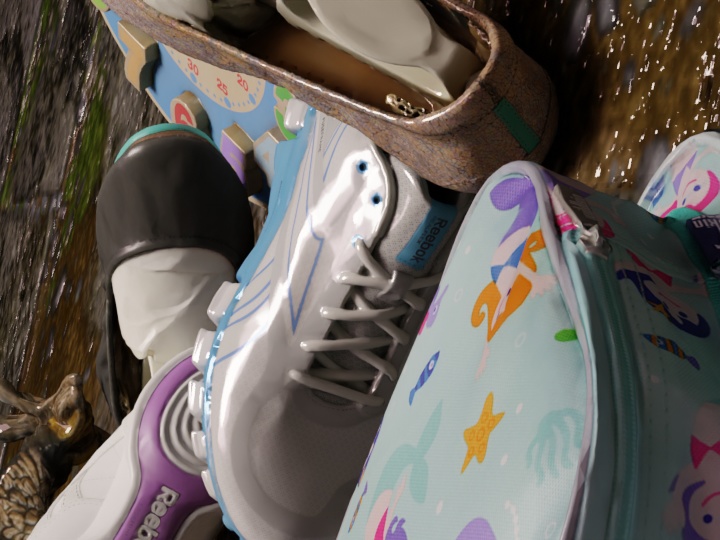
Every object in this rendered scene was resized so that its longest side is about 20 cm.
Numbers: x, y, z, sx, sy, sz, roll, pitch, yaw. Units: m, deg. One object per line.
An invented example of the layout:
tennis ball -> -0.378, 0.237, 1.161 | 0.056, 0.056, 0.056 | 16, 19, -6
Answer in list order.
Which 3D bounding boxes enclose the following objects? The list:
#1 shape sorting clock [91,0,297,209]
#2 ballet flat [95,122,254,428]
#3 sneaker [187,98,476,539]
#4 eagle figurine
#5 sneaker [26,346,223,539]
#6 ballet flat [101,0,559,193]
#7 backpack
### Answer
shape sorting clock -> -0.070, -0.111, 1.099 | 0.200, 0.039, 0.201 | 43, 148, 34
ballet flat -> -0.078, 0.020, 1.160 | 0.200, 0.068, 0.069 | 98, 166, -57
sneaker -> 0.000, 0.000, 0.907 | 0.087, 0.075, 0.201 | -7, 68, 65
eagle figurine -> -0.151, 0.151, 1.219 | 0.151, 0.151, 0.201 | -13, 59, 50
sneaker -> -0.101, 0.125, 1.101 | 0.200, 0.075, 0.100 | -51, -1, -21
ballet flat -> -0.023, -0.092, 0.872 | 0.068, 0.199, 0.067 | -60, -25, -7
backpack -> 0.073, 0.082, 0.488 | 0.200, 0.150, 0.178 | -115, 42, -57
